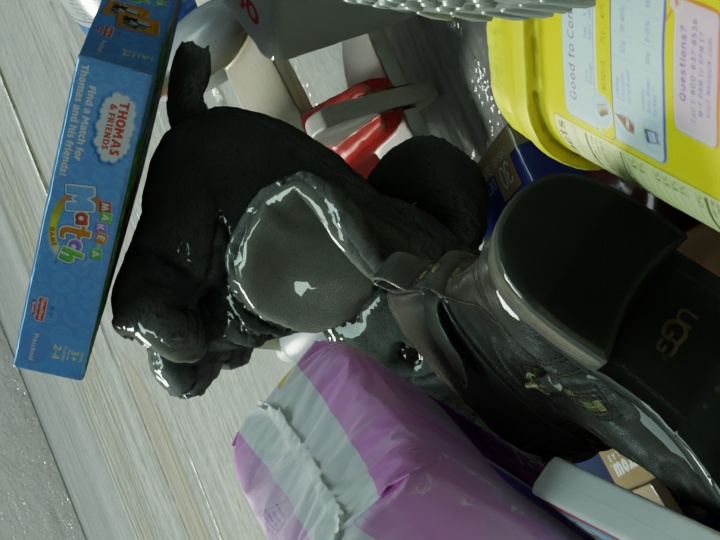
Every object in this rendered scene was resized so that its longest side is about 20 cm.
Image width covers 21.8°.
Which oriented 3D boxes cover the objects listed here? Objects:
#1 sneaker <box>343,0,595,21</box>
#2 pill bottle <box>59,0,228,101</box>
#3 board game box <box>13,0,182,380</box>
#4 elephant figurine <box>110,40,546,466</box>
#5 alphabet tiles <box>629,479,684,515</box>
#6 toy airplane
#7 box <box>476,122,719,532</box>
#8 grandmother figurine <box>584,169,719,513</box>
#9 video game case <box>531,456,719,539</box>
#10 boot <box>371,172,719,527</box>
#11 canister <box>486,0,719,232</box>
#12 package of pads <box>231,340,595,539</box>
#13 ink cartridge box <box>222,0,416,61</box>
[{"bbox_3d":[0.036,-0.119,0.560,0.200,0.076,0.081,3,93,59],"label":"sneaker"},{"bbox_3d":[-0.135,-0.199,1.043,0.112,0.112,0.200,46,173,50],"label":"pill bottle"},{"bbox_3d":[-0.116,-0.064,0.869,0.200,0.037,0.151,-90,15,-62],"label":"board game box"},{"bbox_3d":[0.000,0.000,0.838,0.200,0.142,0.155,5,145,32],"label":"elephant figurine"},{"bbox_3d":[0.165,0.185,0.820,0.200,0.008,0.167,58,161,6],"label":"alphabet tiles"},{"bbox_3d":[-0.040,-0.050,0.983,0.200,0.141,0.199,48,152,48],"label":"toy airplane"},{"bbox_3d":[0.102,0.037,0.850,0.200,0.032,0.121,64,161,11],"label":"box"},{"bbox_3d":[0.119,-0.010,0.717,0.121,0.061,0.200,-26,81,44],"label":"grandmother figurine"},{"bbox_3d":[0.162,0.137,0.630,0.200,0.017,0.143,38,173,-22],"label":"video game case"},{"bbox_3d":[0.097,0.047,0.666,0.200,0.069,0.174,45,164,2],"label":"boot"},{"bbox_3d":[0.124,-0.078,0.565,0.200,0.086,0.149,38,138,55],"label":"canister"},{"bbox_3d":[0.052,0.113,0.714,0.200,0.076,0.121,33,-169,-27],"label":"package of pads"},{"bbox_3d":[-0.039,-0.224,0.882,0.146,0.084,0.200,55,157,38],"label":"ink cartridge box"}]
